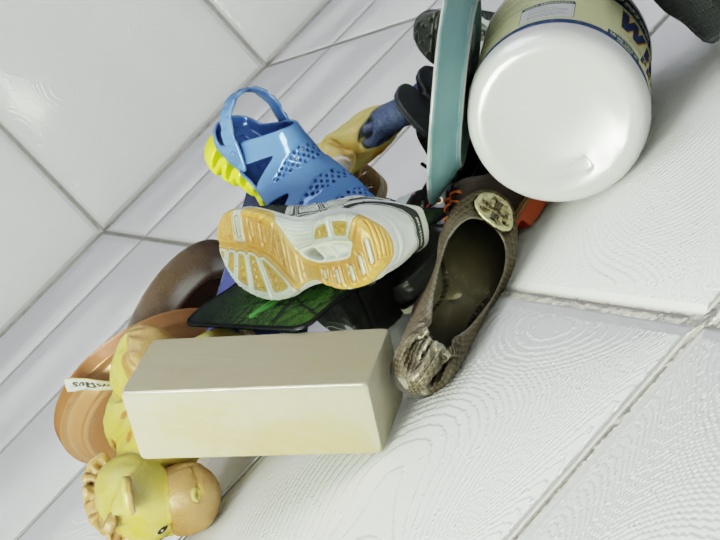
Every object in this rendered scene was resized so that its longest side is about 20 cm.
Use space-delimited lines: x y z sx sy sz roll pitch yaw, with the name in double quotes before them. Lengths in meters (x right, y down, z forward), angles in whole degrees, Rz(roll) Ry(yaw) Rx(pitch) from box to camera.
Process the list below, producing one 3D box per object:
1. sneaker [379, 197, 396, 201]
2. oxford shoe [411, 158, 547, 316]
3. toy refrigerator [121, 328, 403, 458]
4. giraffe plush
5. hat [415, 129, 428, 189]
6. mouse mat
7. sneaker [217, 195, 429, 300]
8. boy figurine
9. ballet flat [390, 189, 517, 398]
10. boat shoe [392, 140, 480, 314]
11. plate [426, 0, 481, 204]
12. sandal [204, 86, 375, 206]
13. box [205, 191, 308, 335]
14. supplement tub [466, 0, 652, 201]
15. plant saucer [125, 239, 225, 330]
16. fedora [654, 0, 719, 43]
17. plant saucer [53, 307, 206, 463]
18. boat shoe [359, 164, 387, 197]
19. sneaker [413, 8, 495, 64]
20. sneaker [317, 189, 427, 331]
"sneaker" -0.043 -0.022 1.553 0.198 0.076 0.077 -8 42 33
"oxford shoe" 0.085 -0.030 1.299 0.071 0.073 0.201 -26 22 50
"toy refrigerator" -0.073 0.098 1.217 0.198 0.071 0.076 -3 30 17
"giraffe plush" -0.171 0.158 1.348 0.198 0.173 0.164 -11 51 18
"hat" 0.104 -0.144 1.555 0.200 0.081 0.201 -42 13 12
"mouse mat" -0.036 -0.004 1.328 0.160 0.008 0.200 0 29 47
"sneaker" -0.029 -0.022 1.277 0.199 0.077 0.087 5 19 43
"boy figurine" 0.005 -0.120 1.526 0.200 0.065 0.124 -35 7 46
"ballet flat" 0.078 0.011 1.210 0.201 0.067 0.046 -60 3 -34
"boat shoe" 0.076 -0.044 1.395 0.073 0.063 0.202 -21 28 51
"plate" 0.078 -0.153 1.281 0.200 0.025 0.203 7 -90 -82
"sandal" -0.062 -0.090 1.360 0.079 0.199 0.088 -35 -34 -34
"box" -0.078 -0.001 1.445 0.032 0.121 0.202 1 65 28
"supplement tub" 0.166 -0.159 1.297 0.145 0.145 0.200 -37 16 25
"plant saucer" -0.170 0.067 1.583 0.200 0.032 0.202 -45 -32 -39
"fedora" 0.295 -0.243 1.266 0.199 0.092 0.201 -31 13 8
"plant saucer" -0.194 0.118 1.505 0.200 0.200 0.032 -42 57 7
"boat shoe" -0.038 -0.018 1.647 0.201 0.071 0.064 -51 -21 4
"sneaker" 0.150 -0.215 1.517 0.090 0.198 0.067 -43 -38 -59
"sneaker" 0.000 0.000 1.415 0.086 0.081 0.200 -11 18 30
